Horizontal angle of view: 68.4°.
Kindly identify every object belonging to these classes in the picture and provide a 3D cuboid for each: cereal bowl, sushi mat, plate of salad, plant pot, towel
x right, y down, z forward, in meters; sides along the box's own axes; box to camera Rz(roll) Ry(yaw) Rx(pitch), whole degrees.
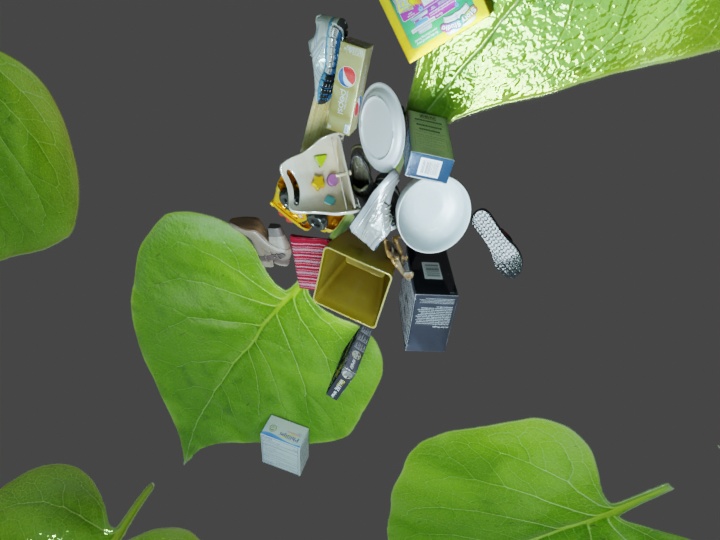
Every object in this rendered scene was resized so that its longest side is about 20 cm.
[{"bbox_3d":[0.176,-0.153,1.338,0.193,0.084,0.206,-4,117,-8],"label":"cereal bowl"},{"bbox_3d":[-0.094,-0.368,1.369,0.094,0.012,0.203,27,130,5],"label":"sushi mat"},{"bbox_3d":[0.055,-0.338,1.259,0.199,0.047,0.207,33,129,52],"label":"plate of salad"},{"bbox_3d":[0.000,0.000,1.488,0.195,0.178,0.204,22,130,6],"label":"plant pot"},{"bbox_3d":[-0.143,-0.018,1.640,0.140,0.023,0.205,8,127,19],"label":"towel"}]

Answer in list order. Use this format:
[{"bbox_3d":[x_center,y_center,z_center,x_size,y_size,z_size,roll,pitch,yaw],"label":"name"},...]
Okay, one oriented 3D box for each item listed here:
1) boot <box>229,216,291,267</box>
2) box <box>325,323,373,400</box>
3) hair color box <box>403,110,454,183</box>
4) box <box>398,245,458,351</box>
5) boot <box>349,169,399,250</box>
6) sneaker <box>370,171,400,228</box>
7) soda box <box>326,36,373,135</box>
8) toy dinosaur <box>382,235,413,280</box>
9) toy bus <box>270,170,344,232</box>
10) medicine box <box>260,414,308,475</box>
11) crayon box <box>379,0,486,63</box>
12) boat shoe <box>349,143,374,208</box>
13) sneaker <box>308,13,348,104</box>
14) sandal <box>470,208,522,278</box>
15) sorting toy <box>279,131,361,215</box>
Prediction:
[{"bbox_3d":[-0.306,-0.081,1.636,0.193,0.071,0.150,12,130,16],"label":"boot"},{"bbox_3d":[-0.034,0.291,1.698,0.048,0.202,0.162,30,132,-5],"label":"box"},{"bbox_3d":[0.148,-0.281,1.191,0.096,0.203,0.062,10,131,-6],"label":"hair color box"},{"bbox_3d":[0.178,0.076,1.437,0.119,0.203,0.203,3,129,-5],"label":"box"},{"bbox_3d":[0.059,-0.143,1.295,0.095,0.073,0.201,41,126,5],"label":"boot"},{"bbox_3d":[0.084,-0.149,1.385,0.072,0.113,0.203,-19,115,34],"label":"sneaker"},{"bbox_3d":[-0.026,-0.431,1.247,0.062,0.068,0.205,20,123,8],"label":"soda box"},{"bbox_3d":[0.086,-0.048,1.390,0.059,0.202,0.108,-20,127,2],"label":"toy dinosaur"},{"bbox_3d":[-0.151,-0.177,1.465,0.198,0.138,0.192,37,148,-9],"label":"toy bus"},{"bbox_3d":[-0.311,0.726,2.201,0.176,0.104,0.205,15,128,12],"label":"medicine box"},{"bbox_3d":[0.150,-0.562,1.093,0.196,0.059,0.175,-18,116,33],"label":"crayon box"},{"bbox_3d":[0.002,-0.225,1.397,0.071,0.065,0.205,0,125,21],"label":"boat shoe"},{"bbox_3d":[-0.087,-0.497,1.245,0.085,0.074,0.204,31,128,21],"label":"sneaker"},{"bbox_3d":[0.358,-0.075,1.371,0.074,0.045,0.203,-31,94,32],"label":"sandal"},{"bbox_3d":[-0.109,-0.226,1.343,0.107,0.174,0.207,172,85,-75],"label":"sorting toy"}]
